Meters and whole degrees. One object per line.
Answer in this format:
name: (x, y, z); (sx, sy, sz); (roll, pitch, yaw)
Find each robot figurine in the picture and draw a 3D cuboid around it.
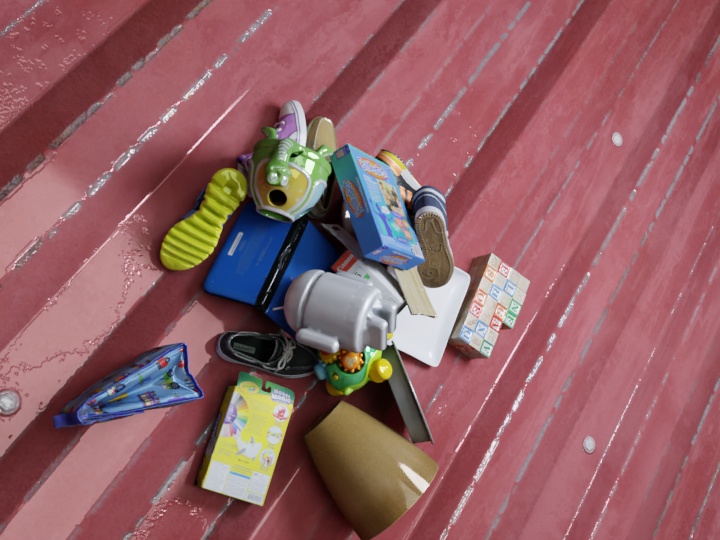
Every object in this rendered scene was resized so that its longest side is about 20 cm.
robot figurine: (-0.041, 0.065, 1.322); (0.200, 0.113, 0.170); (16, 43, 16)

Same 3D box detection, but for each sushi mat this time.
sushi mat: (0.079, -0.007, 1.449); (0.096, 0.012, 0.200); (9, 56, -57)

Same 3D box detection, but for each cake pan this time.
cake pan: (0.080, 0.225, 1.456); (0.037, 0.200, 0.200); (-22, 93, 0)

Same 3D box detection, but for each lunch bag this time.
lunch bag: (-0.363, 0.186, 1.210); (0.200, 0.151, 0.094); (-20, 92, -32)

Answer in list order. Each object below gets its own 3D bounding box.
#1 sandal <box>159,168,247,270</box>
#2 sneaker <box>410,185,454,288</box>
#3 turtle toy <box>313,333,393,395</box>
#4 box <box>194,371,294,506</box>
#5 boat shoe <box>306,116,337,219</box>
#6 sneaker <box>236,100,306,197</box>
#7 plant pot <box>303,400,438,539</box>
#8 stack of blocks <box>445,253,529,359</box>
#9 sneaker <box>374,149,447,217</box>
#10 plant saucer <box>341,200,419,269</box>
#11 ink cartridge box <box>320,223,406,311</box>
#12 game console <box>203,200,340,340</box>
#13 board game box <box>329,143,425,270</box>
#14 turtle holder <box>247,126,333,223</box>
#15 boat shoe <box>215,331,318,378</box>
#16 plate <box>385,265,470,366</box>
sandal: (-0.264, -0.083, 1.359); (0.079, 0.087, 0.200); (41, 85, -15)
sneaker: (0.134, -0.066, 1.505); (0.070, 0.200, 0.109); (-6, 45, 4)
turtle toy: (-0.023, 0.124, 1.418); (0.101, 0.146, 0.200); (28, 52, -35)
box: (-0.192, 0.281, 1.357); (0.117, 0.048, 0.200); (26, 72, -24)
boat shoe: (-0.065, -0.196, 1.497); (0.072, 0.076, 0.200); (7, 78, -29)
sneaker: (-0.163, -0.221, 1.449); (0.114, 0.073, 0.201); (10, 77, -26)
plant pot: (0.002, 0.329, 1.401); (0.200, 0.186, 0.186); (48, 61, 1)
stack of blocks: (0.260, 0.081, 1.650); (0.115, 0.059, 0.200); (35, 66, -21)
sneaker: (0.080, -0.134, 1.548); (0.090, 0.070, 0.200); (-46, 107, -10)
plant saucer: (0.043, -0.097, 1.569); (0.200, 0.034, 0.201); (5, 80, -30)
ink cartridge box: (0.000, 0.000, 1.444); (0.200, 0.109, 0.050); (44, 102, 9)
game console: (-0.151, 0.000, 1.417); (0.170, 0.118, 0.200); (14, 60, 15)
board game box: (0.030, -0.107, 1.393); (0.152, 0.045, 0.200); (17, 50, -56)
turtle holder: (-0.117, -0.153, 1.334); (0.141, 0.185, 0.132); (21, 81, -26)
boat shoe: (-0.147, 0.141, 1.394); (0.199, 0.068, 0.074); (21, 71, -27)
plate: (0.105, 0.062, 1.558); (0.200, 0.032, 0.200); (27, 79, -30)
